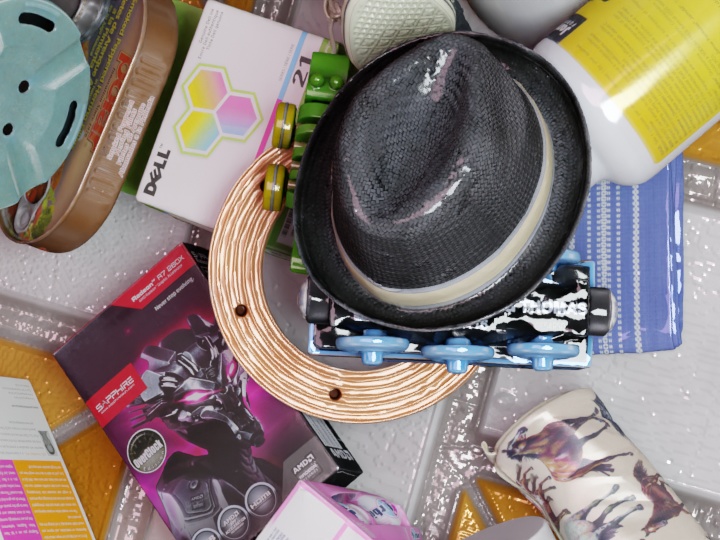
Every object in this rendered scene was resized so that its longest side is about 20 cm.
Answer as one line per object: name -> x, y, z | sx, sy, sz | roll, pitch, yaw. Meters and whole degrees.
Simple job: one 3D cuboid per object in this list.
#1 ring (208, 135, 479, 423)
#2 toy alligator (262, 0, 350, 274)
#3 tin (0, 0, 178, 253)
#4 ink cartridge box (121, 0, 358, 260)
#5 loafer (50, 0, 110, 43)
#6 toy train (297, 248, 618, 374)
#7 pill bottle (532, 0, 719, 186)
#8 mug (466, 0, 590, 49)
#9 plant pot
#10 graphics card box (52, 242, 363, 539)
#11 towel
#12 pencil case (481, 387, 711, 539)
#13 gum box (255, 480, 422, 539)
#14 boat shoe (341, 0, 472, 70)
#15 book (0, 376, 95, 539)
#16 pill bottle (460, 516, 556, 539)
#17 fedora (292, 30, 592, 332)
ring -> 0.000, 0.000, 1.702 | 0.200, 0.019, 0.201 | 0, 91, -4
toy alligator -> -0.024, -0.099, 1.660 | 0.059, 0.054, 0.201 | 9, 77, -1
tin -> -0.186, -0.107, 1.775 | 0.112, 0.042, 0.200 | 26, 94, 56
ink cartridge box -> -0.116, -0.110, 1.771 | 0.199, 0.076, 0.148 | 20, 90, 18
loafer -> -0.242, -0.227, 1.797 | 0.073, 0.072, 0.200 | -53, 52, 13
toy train -> 0.059, 0.024, 1.637 | 0.199, 0.114, 0.087 | 2, 83, -2
pill bottle -> 0.177, -0.125, 1.642 | 0.200, 0.112, 0.112 | -40, 73, -2
mug -> 0.095, -0.227, 1.676 | 0.186, 0.153, 0.150 | 0, 84, 18
plant pot -> -0.298, -0.138, 1.742 | 0.196, 0.200, 0.201 | 26, 92, 37
graphics card box -> -0.105, 0.095, 1.751 | 0.125, 0.051, 0.200 | -39, 71, 11
towel -> 0.115, -0.016, 1.717 | 0.199, 0.024, 0.145 | -2, 85, 19
pencil case -> 0.164, 0.168, 1.645 | 0.089, 0.078, 0.200 | -34, 74, -13
gum box -> -0.048, 0.227, 1.688 | 0.066, 0.113, 0.200 | 38, 96, 19
boat shoe -> 0.030, -0.159, 1.665 | 0.074, 0.200, 0.062 | -23, 73, 12
book -> -0.230, 0.165, 1.745 | 0.048, 0.134, 0.201 | -25, 76, 15
pill bottle -> 0.113, 0.261, 1.602 | 0.116, 0.116, 0.200 | -24, 97, 14
fedora -> 0.043, -0.068, 1.544 | 0.200, 0.092, 0.201 | -4, 67, 10
